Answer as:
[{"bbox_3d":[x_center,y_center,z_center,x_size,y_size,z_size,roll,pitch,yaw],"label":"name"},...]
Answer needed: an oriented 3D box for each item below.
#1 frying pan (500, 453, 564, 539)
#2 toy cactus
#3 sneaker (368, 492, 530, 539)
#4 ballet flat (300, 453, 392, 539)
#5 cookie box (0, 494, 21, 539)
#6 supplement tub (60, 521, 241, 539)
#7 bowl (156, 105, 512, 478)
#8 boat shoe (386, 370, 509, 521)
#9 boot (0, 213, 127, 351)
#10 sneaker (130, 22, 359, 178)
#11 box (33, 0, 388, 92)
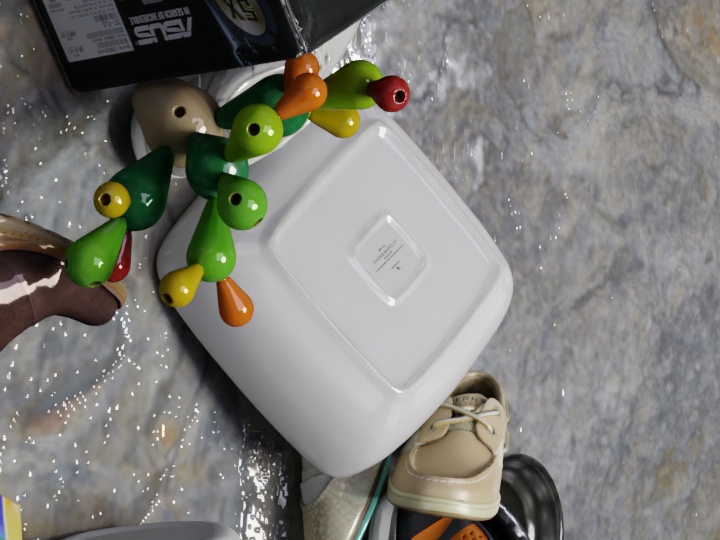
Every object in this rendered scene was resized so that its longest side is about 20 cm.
[{"bbox_3d":[0.124,0.199,1.517,0.190,0.031,0.116,34,65,-44],"label":"frying pan"},{"bbox_3d":[-0.076,-0.060,1.169,0.200,0.165,0.102,-42,125,-1],"label":"toy cactus"},{"bbox_3d":[0.061,0.238,1.386,0.077,0.111,0.202,-1,89,-54],"label":"sneaker"},{"bbox_3d":[-0.007,0.098,1.375,0.062,0.067,0.201,30,60,-11],"label":"ballet flat"},{"bbox_3d":[-0.250,0.157,1.016,0.200,0.075,0.172,36,31,-41],"label":"cookie box"},{"bbox_3d":[-0.114,0.248,1.199,0.122,0.122,0.202,-11,96,-46],"label":"supplement tub"},{"bbox_3d":[0.000,0.000,1.322,0.200,0.074,0.200,50,54,-11],"label":"bowl"},{"bbox_3d":[0.061,0.109,1.371,0.200,0.072,0.066,-41,141,-76],"label":"boat shoe"},{"bbox_3d":[-0.225,0.046,1.147,0.199,0.072,0.168,25,83,-45],"label":"boot"},{"bbox_3d":[-0.046,-0.114,1.299,0.200,0.099,0.075,-47,129,-36],"label":"sneaker"},{"bbox_3d":[-0.064,-0.180,1.212,0.164,0.199,0.087,-39,114,-40],"label":"box"}]
